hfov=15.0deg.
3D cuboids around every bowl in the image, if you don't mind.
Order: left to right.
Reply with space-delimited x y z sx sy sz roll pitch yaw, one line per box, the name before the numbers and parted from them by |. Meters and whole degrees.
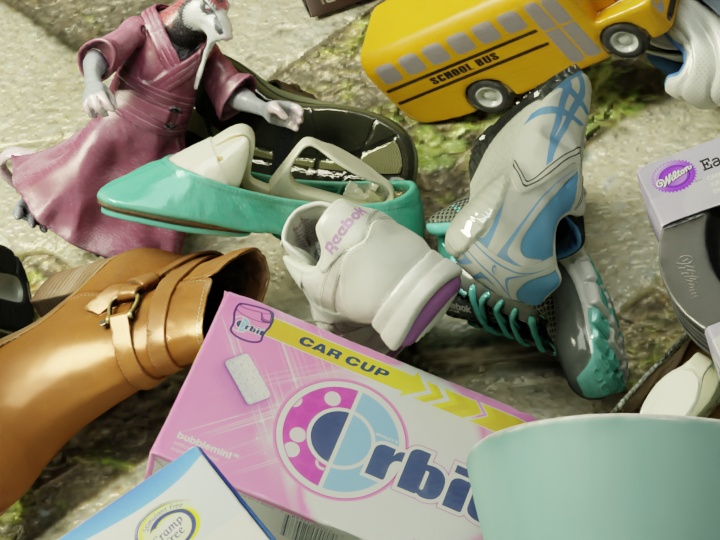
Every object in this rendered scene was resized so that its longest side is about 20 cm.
bowl | 0.149 0.151 1.371 0.199 0.201 0.106 -2 69 17

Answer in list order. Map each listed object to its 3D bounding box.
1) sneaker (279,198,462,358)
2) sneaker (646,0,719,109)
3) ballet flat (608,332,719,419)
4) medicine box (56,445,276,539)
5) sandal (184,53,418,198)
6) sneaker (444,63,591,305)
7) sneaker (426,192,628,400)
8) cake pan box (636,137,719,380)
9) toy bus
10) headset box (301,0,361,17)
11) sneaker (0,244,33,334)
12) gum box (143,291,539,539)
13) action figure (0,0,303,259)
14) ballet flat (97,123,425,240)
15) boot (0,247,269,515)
sneaker | 0.000 0.000 1.545 0.099 0.200 0.075 40 76 -1
sneaker | 0.234 -0.184 1.702 0.145 0.081 0.201 -8 52 6
ballet flat | 0.198 0.056 1.503 0.072 0.072 0.200 27 61 36
medicine box | -0.104 0.223 1.365 0.182 0.201 0.103 -34 47 -13
sandal | -0.048 -0.083 1.728 0.200 0.080 0.057 22 14 25
sneaker | 0.100 -0.049 1.552 0.072 0.072 0.200 -38 15 34
sneaker | 0.094 0.015 1.582 0.091 0.078 0.200 -23 36 2
cake pan box | 0.260 -0.013 1.463 0.199 0.052 0.185 -19 42 3
toy bus | 0.101 -0.157 1.694 0.199 0.078 0.065 -21 38 38
headset box | 0.017 -0.266 1.857 0.199 0.075 0.149 -18 46 3
sneaker | -0.291 0.016 1.643 0.115 0.200 0.076 -17 71 19
gum box | -0.006 0.107 1.484 0.199 0.066 0.114 22 56 3
action figure | -0.127 -0.100 1.703 0.201 0.133 0.149 -64 25 12
ballet flat | -0.055 -0.050 1.634 0.199 0.071 0.067 11 13 -11
boot | -0.145 0.062 1.599 0.154 0.077 0.200 -8 33 34
